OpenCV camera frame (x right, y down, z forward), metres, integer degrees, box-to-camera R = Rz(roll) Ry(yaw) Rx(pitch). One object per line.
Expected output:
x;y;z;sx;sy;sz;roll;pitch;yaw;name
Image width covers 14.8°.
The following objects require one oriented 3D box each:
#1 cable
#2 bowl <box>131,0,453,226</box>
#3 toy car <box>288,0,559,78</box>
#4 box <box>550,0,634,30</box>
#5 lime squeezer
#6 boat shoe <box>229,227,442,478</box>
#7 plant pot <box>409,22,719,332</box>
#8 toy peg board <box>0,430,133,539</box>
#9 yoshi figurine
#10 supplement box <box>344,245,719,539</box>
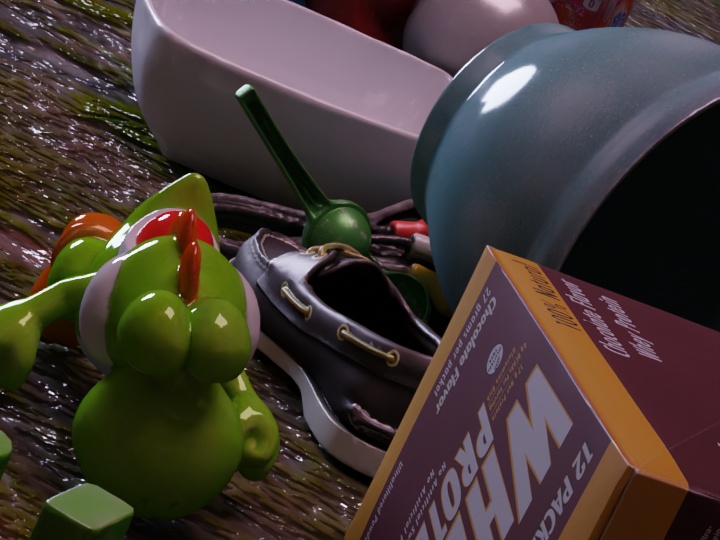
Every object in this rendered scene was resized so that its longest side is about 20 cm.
0.002;-0.020;1.374;0.200;0.050;0.097;20;39;-28;cable
-0.039;-0.089;1.518;0.200;0.075;0.200;23;15;-12;bowl
0.045;-0.137;1.670;0.200;0.177;0.184;48;24;22;toy car
0.097;-0.214;2.094;0.200;0.096;0.100;29;16;13;box
0.000;0.000;1.301;0.200;0.038;0.071;52;7;-1;lime squeezer
-0.005;0.024;1.223;0.072;0.061;0.201;16;18;-29;boat shoe
0.109;-0.036;1.314;0.134;0.200;0.200;40;21;33;plant pot
-0.091;0.124;0.697;0.200;0.098;0.199;28;16;13;toy peg board
-0.082;0.039;1.053;0.112;0.112;0.200;63;-5;-9;yoshi figurine
0.126;0.114;0.995;0.200;0.133;0.197;20;16;-19;supplement box
